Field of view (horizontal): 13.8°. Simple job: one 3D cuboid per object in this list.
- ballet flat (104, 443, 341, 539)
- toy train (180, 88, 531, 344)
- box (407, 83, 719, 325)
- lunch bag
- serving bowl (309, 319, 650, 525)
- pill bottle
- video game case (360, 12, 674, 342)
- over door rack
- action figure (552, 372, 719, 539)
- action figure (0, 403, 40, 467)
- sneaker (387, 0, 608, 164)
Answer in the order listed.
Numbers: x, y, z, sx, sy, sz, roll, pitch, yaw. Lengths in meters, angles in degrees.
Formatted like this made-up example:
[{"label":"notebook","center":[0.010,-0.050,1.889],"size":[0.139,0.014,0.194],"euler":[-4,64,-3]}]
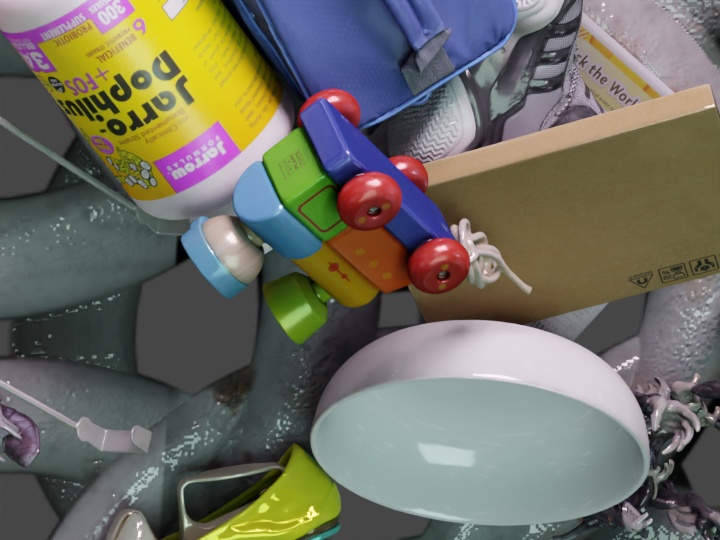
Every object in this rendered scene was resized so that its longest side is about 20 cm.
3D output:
[{"label":"ballet flat","center":[-0.108,0.163,1.775],"size":[0.200,0.067,0.067],"euler":[-25,100,-10]},{"label":"toy train","center":[0.000,0.000,1.601],"size":[0.116,0.085,0.200],"euler":[-36,137,12]},{"label":"box","center":[0.118,-0.028,1.689],"size":[0.200,0.021,0.164],"euler":[-15,145,9]},{"label":"lunch bag","center":[-0.009,-0.172,1.594],"size":[0.136,0.132,0.200],"euler":[-33,121,-2]},{"label":"serving bowl","center":[0.072,0.081,1.753],"size":[0.200,0.066,0.200],"euler":[5,151,3]},{"label":"pill bottle","center":[-0.105,-0.099,1.601],"size":[0.104,0.104,0.200],"euler":[-37,116,1]},{"label":"video game case","center":[0.100,-0.058,1.756],"size":[0.200,0.023,0.182],"euler":[38,99,-30]},{"label":"over door rack","center":[-0.187,0.003,1.621],"size":[0.200,0.067,0.148],"euler":[28,67,-40]},{"label":"action figure","center":[0.200,0.108,1.831],"size":[0.200,0.102,0.119],"euler":[-42,123,0]},{"label":"action figure","center":[-0.275,0.054,1.649],"size":[0.200,0.069,0.130],"euler":[36,109,-26]},{"label":"sneaker","center":[0.108,-0.123,1.673],"size":[0.114,0.075,0.200],"euler":[24,111,-28]}]
